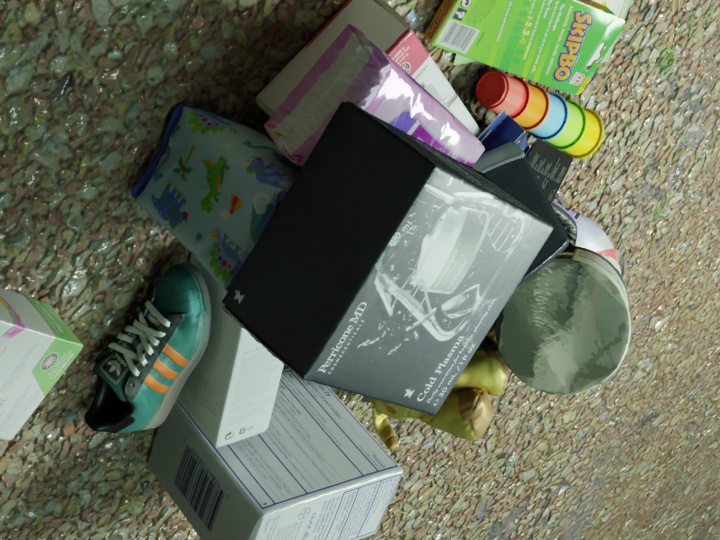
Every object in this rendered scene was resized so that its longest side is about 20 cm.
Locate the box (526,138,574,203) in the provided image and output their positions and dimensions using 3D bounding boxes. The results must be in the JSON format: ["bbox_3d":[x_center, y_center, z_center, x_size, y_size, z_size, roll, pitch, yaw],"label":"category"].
[{"bbox_3d":[0.148,-0.021,1.602,0.201,0.050,0.158,-60,179,-31],"label":"box"}]

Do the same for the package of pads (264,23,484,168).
[{"bbox_3d":[0.014,-0.116,1.310,0.121,0.076,0.200,-47,146,7],"label":"package of pads"}]

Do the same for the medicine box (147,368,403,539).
[{"bbox_3d":[-0.091,0.210,1.595,0.199,0.182,0.103,-10,134,-41],"label":"medicine box"}]

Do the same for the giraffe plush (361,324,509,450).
[{"bbox_3d":[0.050,0.094,1.686,0.199,0.174,0.162,-19,142,23],"label":"giraffe plush"}]

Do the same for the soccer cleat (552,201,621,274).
[{"bbox_3d":[0.248,-0.047,1.815,0.068,0.074,0.200,-27,138,29],"label":"soccer cleat"}]

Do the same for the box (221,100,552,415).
[{"bbox_3d":[0.025,-0.005,1.248,0.196,0.124,0.201,21,104,-51],"label":"box"}]

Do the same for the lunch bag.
[{"bbox_3d":[-0.077,-0.047,1.346,0.199,0.170,0.128,10,116,-51],"label":"lunch bag"}]

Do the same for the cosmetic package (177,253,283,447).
[{"bbox_3d":[-0.126,0.065,1.478,0.074,0.102,0.201,-16,138,-37],"label":"cosmetic package"}]

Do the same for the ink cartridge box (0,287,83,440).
[{"bbox_3d":[-0.347,0.068,1.266,0.117,0.067,0.200,-51,148,9],"label":"ink cartridge box"}]

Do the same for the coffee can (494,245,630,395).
[{"bbox_3d":[0.231,0.052,1.683,0.147,0.146,0.200,-52,175,10],"label":"coffee can"}]

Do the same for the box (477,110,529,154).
[{"bbox_3d":[0.125,-0.101,1.567,0.121,0.032,0.200,-48,171,4],"label":"box"}]

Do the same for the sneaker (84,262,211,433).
[{"bbox_3d":[-0.206,0.082,1.433,0.080,0.071,0.201,-12,136,-46],"label":"sneaker"}]

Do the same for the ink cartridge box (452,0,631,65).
[{"bbox_3d":[0.198,-0.271,1.525,0.199,0.048,0.146,-18,138,-39],"label":"ink cartridge box"}]

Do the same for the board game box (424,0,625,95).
[{"bbox_3d":[0.166,-0.241,1.487,0.199,0.030,0.096,15,120,-32],"label":"board game box"}]

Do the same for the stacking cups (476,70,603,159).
[{"bbox_3d":[0.190,-0.174,1.615,0.199,0.061,0.061,19,111,-51],"label":"stacking cups"}]

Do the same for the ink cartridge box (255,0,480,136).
[{"bbox_3d":[0.014,-0.147,1.420,0.147,0.083,0.200,-46,147,0],"label":"ink cartridge box"}]

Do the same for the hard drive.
[{"bbox_3d":[0.102,-0.027,1.456,0.199,0.136,0.042,-31,-172,-16],"label":"hard drive"}]
